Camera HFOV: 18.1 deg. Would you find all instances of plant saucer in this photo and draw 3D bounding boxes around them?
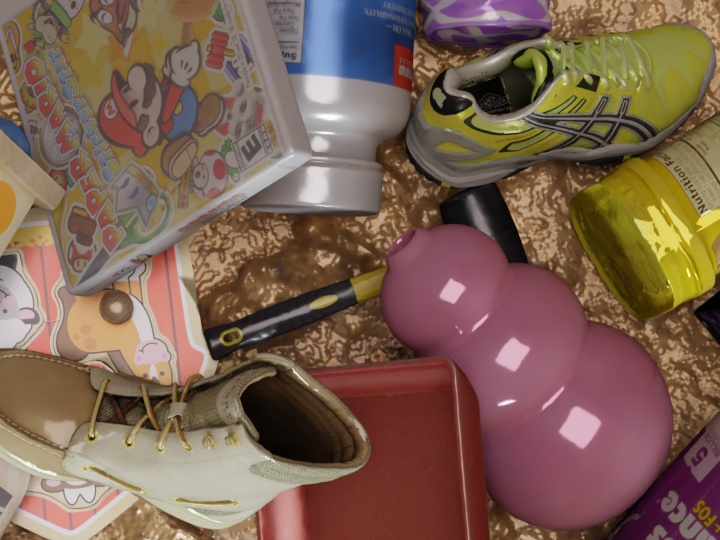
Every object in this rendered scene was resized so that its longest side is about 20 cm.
[{"bbox_3d":[0.011,0.153,1.281,0.037,0.199,0.201,-2,86,-38],"label":"plant saucer"}]

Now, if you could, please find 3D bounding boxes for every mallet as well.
[{"bbox_3d":[0.000,0.000,1.345,0.199,0.041,0.066,-13,88,-5],"label":"mallet"}]

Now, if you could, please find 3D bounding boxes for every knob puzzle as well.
[{"bbox_3d":[-0.181,0.062,1.334,0.218,0.030,0.221,0,87,-5],"label":"knob puzzle"}]

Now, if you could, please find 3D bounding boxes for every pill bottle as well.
[{"bbox_3d":[-0.023,-0.134,1.315,0.111,0.112,0.202,3,88,-4],"label":"pill bottle"},{"bbox_3d":[0.192,0.181,1.301,0.112,0.112,0.200,39,103,-1],"label":"pill bottle"}]

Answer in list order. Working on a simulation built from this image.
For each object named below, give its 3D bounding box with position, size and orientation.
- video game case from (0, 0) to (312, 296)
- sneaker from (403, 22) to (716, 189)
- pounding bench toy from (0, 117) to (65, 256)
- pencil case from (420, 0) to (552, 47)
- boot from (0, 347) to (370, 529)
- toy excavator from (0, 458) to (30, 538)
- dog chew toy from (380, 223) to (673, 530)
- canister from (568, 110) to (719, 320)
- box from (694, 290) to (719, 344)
[{"bbox_3d":[-0.124,-0.113,1.273,0.182,0.023,0.201,-30,69,33],"label":"video game case"},{"bbox_3d":[0.125,-0.104,1.329,0.199,0.077,0.076,-20,68,-17],"label":"sneaker"},{"bbox_3d":[-0.295,-0.049,1.276,0.199,0.124,0.157,20,73,34],"label":"pounding bench toy"},{"bbox_3d":[0.075,-0.232,1.347,0.085,0.084,0.202,4,86,-48],"label":"pencil case"},{"bbox_3d":[-0.109,0.080,1.248,0.199,0.154,0.073,25,63,-26],"label":"boot"},{"bbox_3d":[-0.220,0.169,1.293,0.194,0.100,0.200,36,82,-3],"label":"toy excavator"},{"bbox_3d":[0.088,0.055,1.294,0.125,0.124,0.200,-45,107,-5],"label":"dog chew toy"},{"bbox_3d":[0.233,-0.061,1.314,0.199,0.149,0.087,-31,88,-7],"label":"canister"},{"bbox_3d":[0.298,0.076,1.314,0.079,0.141,0.200,-40,90,-2],"label":"box"}]
